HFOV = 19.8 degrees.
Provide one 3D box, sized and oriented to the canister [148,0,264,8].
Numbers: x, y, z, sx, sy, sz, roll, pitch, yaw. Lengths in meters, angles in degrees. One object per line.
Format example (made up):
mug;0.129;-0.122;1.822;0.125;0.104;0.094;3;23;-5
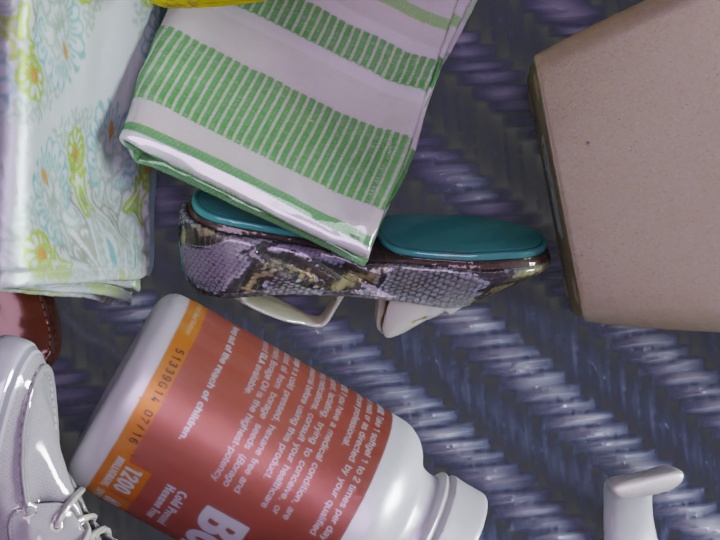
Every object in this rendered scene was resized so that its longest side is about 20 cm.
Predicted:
canister;-0.024;-0.217;1.028;0.200;0.148;0.087;-46;121;-32

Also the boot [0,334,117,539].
boot;-0.140;0.129;1.006;0.095;0.074;0.200;11;118;11

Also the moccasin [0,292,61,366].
moccasin;-0.214;-0.035;1.064;0.074;0.078;0.202;-22;92;-8

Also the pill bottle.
pill bottle;-0.041;0.105;1.069;0.200;0.112;0.112;30;85;-6

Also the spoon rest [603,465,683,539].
spoon rest;0.163;0.199;1.132;0.099;0.061;0.200;-10;103;-7

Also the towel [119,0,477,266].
towel;-0.028;-0.117;1.088;0.152;0.023;0.200;24;65;-7

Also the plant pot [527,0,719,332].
plant pot;0.185;-0.057;1.076;0.177;0.200;0.200;-11;90;4

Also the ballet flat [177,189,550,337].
ballet flat;0.000;0.000;1.109;0.200;0.072;0.072;6;88;-8

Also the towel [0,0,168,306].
towel;-0.147;-0.084;1.031;0.048;0.171;0.200;0;88;16
